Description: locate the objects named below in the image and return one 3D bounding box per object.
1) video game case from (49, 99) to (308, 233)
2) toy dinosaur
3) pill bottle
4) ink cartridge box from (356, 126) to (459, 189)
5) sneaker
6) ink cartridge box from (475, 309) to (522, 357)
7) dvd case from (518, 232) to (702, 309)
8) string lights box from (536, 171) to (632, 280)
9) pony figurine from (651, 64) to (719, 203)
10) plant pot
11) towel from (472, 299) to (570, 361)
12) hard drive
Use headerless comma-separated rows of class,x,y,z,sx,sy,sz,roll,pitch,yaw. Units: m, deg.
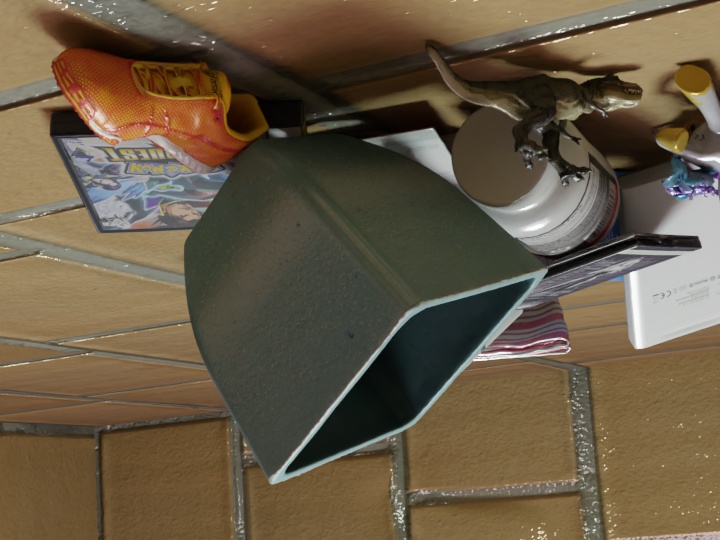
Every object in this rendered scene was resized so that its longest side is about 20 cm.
video game case,-0.139,-0.082,1.117,0.198,0.026,0.181,-3,157,0
toy dinosaur,0.132,-0.113,0.992,0.198,0.089,0.047,3,154,-35
pill bottle,0.145,-0.077,1.126,0.110,0.112,0.200,-8,169,21
ink cartridge box,-0.002,-0.090,1.195,0.198,0.044,0.174,-7,155,19
sneaker,-0.138,-0.125,0.938,0.077,0.073,0.199,-34,161,21
ink cartridge box,0.047,0.050,1.338,0.146,0.084,0.200,8,-144,43
dvd case,0.197,0.003,1.241,0.199,0.016,0.148,-21,168,34
string lights box,0.264,-0.045,1.364,0.198,0.104,0.059,0,168,-16
pony figurine,0.329,-0.089,1.113,0.192,0.168,0.200,27,180,13
plant pot,-0.019,0.005,1.026,0.195,0.200,0.197,-12,147,-53
towel,0.147,0.043,1.462,0.145,0.030,0.200,-5,-157,4
hard drive,0.319,-0.022,1.311,0.131,0.027,0.201,-17,128,-4
